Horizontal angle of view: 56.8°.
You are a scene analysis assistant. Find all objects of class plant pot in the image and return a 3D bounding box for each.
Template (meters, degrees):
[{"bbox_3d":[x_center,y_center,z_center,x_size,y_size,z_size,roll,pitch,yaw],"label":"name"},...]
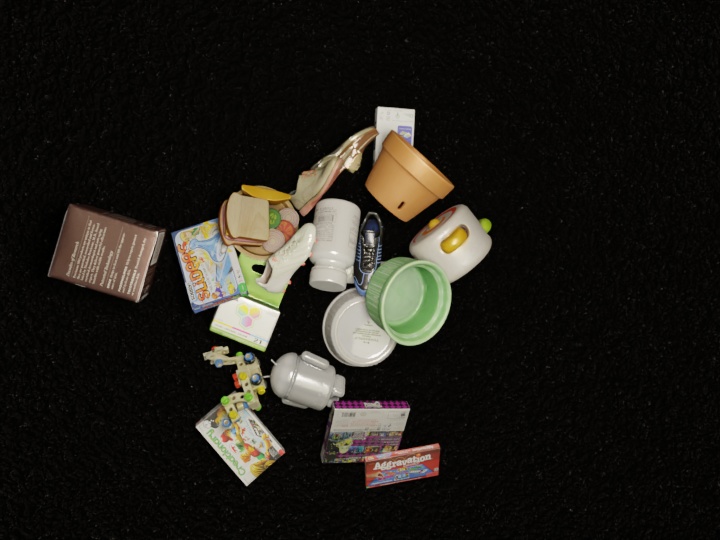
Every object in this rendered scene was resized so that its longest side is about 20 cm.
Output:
[{"bbox_3d":[0.103,-0.213,1.574,0.199,0.200,0.140,40,103,-11],"label":"plant pot"}]

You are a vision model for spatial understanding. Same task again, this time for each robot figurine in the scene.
[{"bbox_3d":[-0.137,0.271,1.636,0.197,0.113,0.171,20,117,-11],"label":"robot figurine"}]

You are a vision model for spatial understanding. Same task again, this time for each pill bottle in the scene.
[{"bbox_3d":[-0.066,-0.059,1.596,0.112,0.114,0.203,11,72,-11],"label":"pill bottle"}]

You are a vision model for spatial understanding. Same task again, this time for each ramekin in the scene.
[{"bbox_3d":[0.006,0.146,1.663,0.199,0.094,0.206,-1,94,-10],"label":"ramekin"},{"bbox_3d":[0.107,0.065,1.566,0.197,0.097,0.204,-8,107,-30],"label":"ramekin"}]

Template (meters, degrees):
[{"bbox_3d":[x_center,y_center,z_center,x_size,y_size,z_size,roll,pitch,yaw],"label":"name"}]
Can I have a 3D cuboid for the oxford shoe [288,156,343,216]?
[{"bbox_3d":[-0.111,-0.209,1.579,0.074,0.071,0.200,41,131,-5],"label":"oxford shoe"}]

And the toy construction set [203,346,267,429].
[{"bbox_3d":[-0.299,0.268,1.606,0.130,0.092,0.202,-25,69,0],"label":"toy construction set"}]

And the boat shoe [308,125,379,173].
[{"bbox_3d":[-0.033,-0.274,1.635,0.199,0.076,0.074,-36,96,4],"label":"boat shoe"}]

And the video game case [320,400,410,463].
[{"bbox_3d":[0.010,0.404,1.666,0.197,0.036,0.184,3,120,-17],"label":"video game case"}]

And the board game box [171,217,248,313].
[{"bbox_3d":[-0.356,-0.016,1.573,0.133,0.035,0.202,-19,71,-8],"label":"board game box"}]

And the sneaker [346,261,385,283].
[{"bbox_3d":[0.000,0.000,1.658,0.196,0.080,0.078,1,96,-9],"label":"sneaker"}]

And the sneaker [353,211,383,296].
[{"bbox_3d":[0.018,-0.044,1.596,0.069,0.078,0.203,3,68,5],"label":"sneaker"}]

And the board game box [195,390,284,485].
[{"bbox_3d":[-0.298,0.417,1.658,0.126,0.035,0.201,-40,100,-6],"label":"board game box"}]

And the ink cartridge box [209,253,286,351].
[{"bbox_3d":[-0.263,0.071,1.617,0.146,0.076,0.203,22,92,-11],"label":"ink cartridge box"}]

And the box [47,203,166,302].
[{"bbox_3d":[-0.565,-0.042,1.508,0.197,0.166,0.167,17,92,-11],"label":"box"}]

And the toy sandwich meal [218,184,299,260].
[{"bbox_3d":[-0.237,-0.121,1.581,0.202,0.070,0.209,6,74,-22],"label":"toy sandwich meal"}]

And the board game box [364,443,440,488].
[{"bbox_3d":[0.108,0.507,1.725,0.197,0.020,0.104,-8,122,-10],"label":"board game box"}]

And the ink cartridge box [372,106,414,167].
[{"bbox_3d":[0.082,-0.303,1.670,0.098,0.039,0.204,3,92,-11],"label":"ink cartridge box"}]

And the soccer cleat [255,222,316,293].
[{"bbox_3d":[-0.173,-0.029,1.562,0.077,0.070,0.201,20,115,-35],"label":"soccer cleat"}]

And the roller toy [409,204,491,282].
[{"bbox_3d":[0.215,-0.067,1.637,0.182,0.200,0.140,-33,101,38],"label":"roller toy"}]
